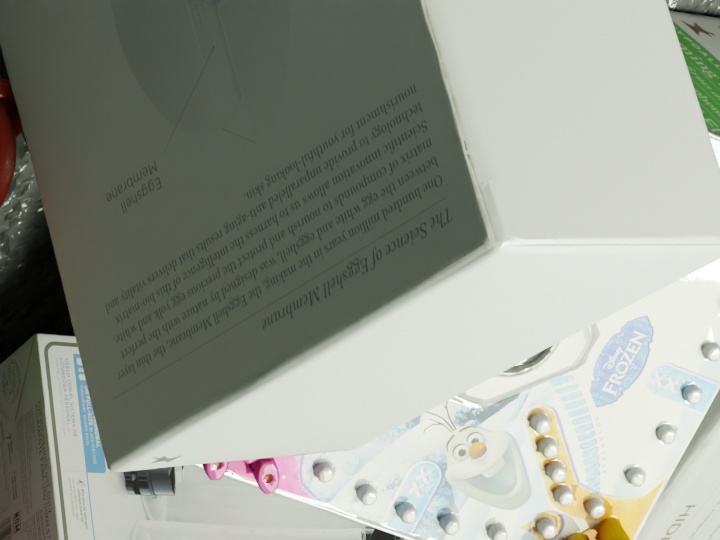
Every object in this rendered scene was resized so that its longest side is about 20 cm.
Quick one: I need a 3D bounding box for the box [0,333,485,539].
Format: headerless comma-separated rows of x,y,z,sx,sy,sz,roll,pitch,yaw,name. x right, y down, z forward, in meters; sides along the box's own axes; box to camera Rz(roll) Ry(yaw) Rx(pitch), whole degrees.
-0.048,0.093,1.098,0.200,0.117,0.060,7,153,-31,box

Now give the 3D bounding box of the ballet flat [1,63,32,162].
-0.053,-0.061,1.055,0.200,0.064,0.067,-5,164,-46,ballet flat

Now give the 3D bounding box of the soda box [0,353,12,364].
-0.163,0.128,1.179,0.063,0.070,0.200,-10,138,-40,soda box

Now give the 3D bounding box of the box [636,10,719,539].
0.142,0.012,1.259,0.171,0.199,0.200,1,130,-52,box

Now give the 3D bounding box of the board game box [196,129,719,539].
0.059,0.022,1.057,0.200,0.026,0.200,21,105,-23,board game box

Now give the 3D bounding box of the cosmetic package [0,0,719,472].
-0.007,-0.060,0.901,0.123,0.200,0.199,1,158,-43,cosmetic package

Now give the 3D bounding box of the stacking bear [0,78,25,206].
-0.183,0.014,0.964,0.121,0.114,0.200,21,109,-12,stacking bear
